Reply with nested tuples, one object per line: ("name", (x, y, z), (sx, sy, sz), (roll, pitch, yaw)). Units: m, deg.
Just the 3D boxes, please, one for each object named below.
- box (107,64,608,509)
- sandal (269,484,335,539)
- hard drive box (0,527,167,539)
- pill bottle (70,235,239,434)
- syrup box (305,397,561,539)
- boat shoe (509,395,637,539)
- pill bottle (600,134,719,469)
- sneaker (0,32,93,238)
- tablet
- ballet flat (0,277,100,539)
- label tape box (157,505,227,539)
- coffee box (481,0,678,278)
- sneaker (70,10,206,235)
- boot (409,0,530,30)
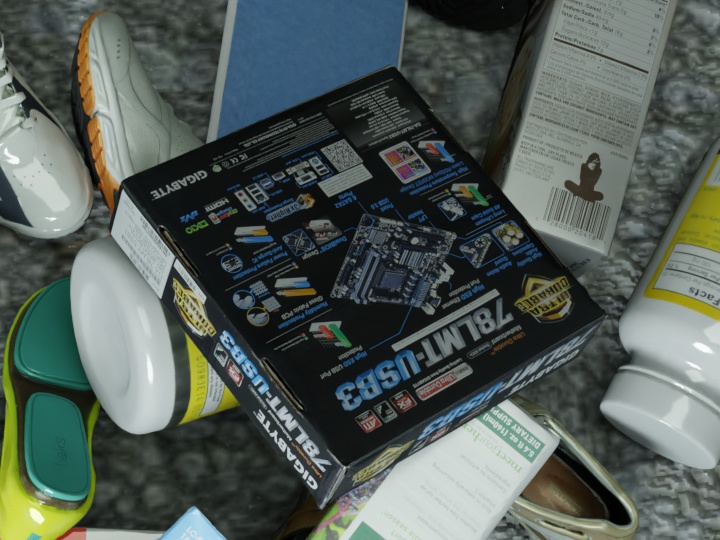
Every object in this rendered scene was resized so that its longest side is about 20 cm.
("box", (0.000, 0.000, 0.872), (0.199, 0.050, 0.199), (-27, 69, -34))
("sandal", (-0.023, 0.164, 0.967), (0.082, 0.055, 0.200), (42, 95, 4))
("hard drive box", (-0.166, 0.252, 0.941), (0.155, 0.077, 0.202), (2, 79, -9))
("pill bottle", (-0.058, 0.017, 0.942), (0.199, 0.112, 0.113), (-15, 82, -28))
("syrup box", (0.017, 0.152, 0.900), (0.079, 0.081, 0.200), (38, 76, 4))
("boat shoe", (0.088, 0.105, 1.003), (0.199, 0.068, 0.075), (34, 68, -4))
("pill bottle", (0.233, 0.020, 1.032), (0.111, 0.111, 0.201), (31, 77, -3))
("sneaker", (-0.235, -0.112, 0.966), (0.079, 0.130, 0.200), (-31, 83, -11))
("tablet", (-0.033, -0.120, 1.036), (0.129, 0.014, 0.201), (16, 71, -27))
("ballet flat", (-0.186, 0.086, 0.950), (0.066, 0.067, 0.201), (20, 33, -19))
("label tape box", (-0.112, 0.243, 0.832), (0.144, 0.063, 0.200), (45, 108, 1))
("coffee box", (0.134, -0.102, 1.037), (0.079, 0.114, 0.201), (18, 76, -5))
("sneaker", (-0.122, -0.068, 1.016), (0.091, 0.076, 0.201), (-15, 90, -19))
("boot", (0.050, -0.276, 1.074), (0.211, 0.079, 0.158), (37, 59, -18))
